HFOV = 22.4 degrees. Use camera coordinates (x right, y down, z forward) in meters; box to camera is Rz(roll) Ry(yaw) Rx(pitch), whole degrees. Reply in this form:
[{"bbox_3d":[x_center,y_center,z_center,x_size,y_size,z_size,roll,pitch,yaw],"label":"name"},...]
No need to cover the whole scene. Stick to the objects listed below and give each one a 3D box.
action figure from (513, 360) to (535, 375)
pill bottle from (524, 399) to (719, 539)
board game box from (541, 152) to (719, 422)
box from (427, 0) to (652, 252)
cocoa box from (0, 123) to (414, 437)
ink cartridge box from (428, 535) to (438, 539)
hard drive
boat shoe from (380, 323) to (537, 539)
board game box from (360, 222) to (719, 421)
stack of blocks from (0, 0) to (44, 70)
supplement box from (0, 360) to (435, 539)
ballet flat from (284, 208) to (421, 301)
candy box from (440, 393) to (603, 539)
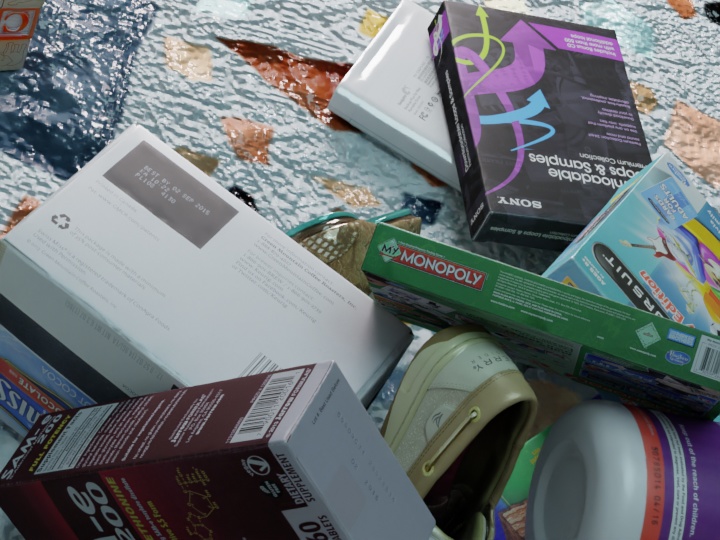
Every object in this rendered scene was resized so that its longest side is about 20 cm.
[{"bbox_3d":[0.147,0.049,1.161,0.199,0.055,0.118,-3,18,-44],"label":"action figure"},{"bbox_3d":[0.196,0.139,0.975,0.198,0.113,0.113,12,48,-17],"label":"pill bottle"},{"bbox_3d":[0.194,0.026,1.122,0.151,0.047,0.200,50,33,-1],"label":"board game box"},{"bbox_3d":[0.131,-0.098,1.268,0.141,0.036,0.202,7,52,-20],"label":"box"},{"bbox_3d":[-0.099,0.048,1.002,0.199,0.132,0.133,37,45,7],"label":"cocoa box"},{"bbox_3d":[0.058,0.261,0.888,0.199,0.146,0.147,32,46,2],"label":"ink cartridge box"},{"bbox_3d":[0.089,-0.104,1.296,0.199,0.026,0.132,32,46,2],"label":"hard drive"},{"bbox_3d":[0.036,0.129,0.951,0.073,0.202,0.066,-3,31,-38],"label":"boat shoe"},{"bbox_3d":[0.101,0.031,0.968,0.198,0.135,0.029,19,82,7],"label":"board game box"},{"bbox_3d":[-0.260,-0.242,1.182,0.058,0.116,0.201,-6,56,-29],"label":"stack of blocks"},{"bbox_3d":[-0.075,0.116,0.894,0.109,0.199,0.061,58,41,-24],"label":"supplement box"},{"bbox_3d":[0.000,0.000,1.108,0.066,0.070,0.200,69,18,2],"label":"ballet flat"},{"bbox_3d":[0.149,0.188,1.042,0.168,0.077,0.200,-27,69,-41],"label":"candy box"}]
